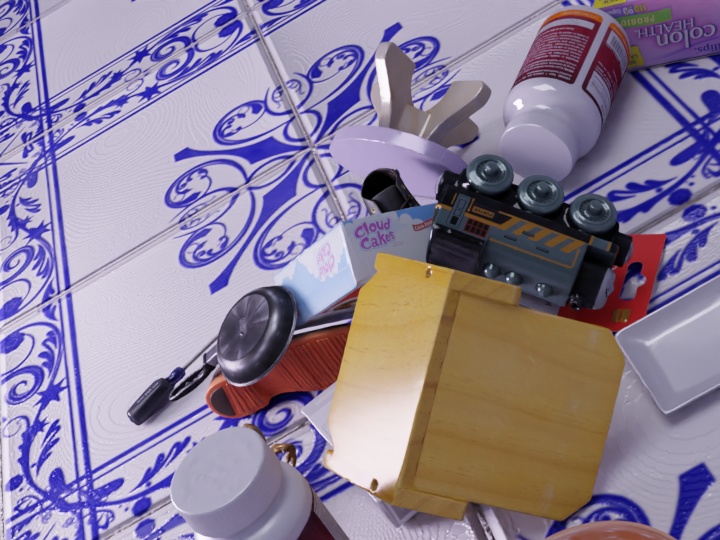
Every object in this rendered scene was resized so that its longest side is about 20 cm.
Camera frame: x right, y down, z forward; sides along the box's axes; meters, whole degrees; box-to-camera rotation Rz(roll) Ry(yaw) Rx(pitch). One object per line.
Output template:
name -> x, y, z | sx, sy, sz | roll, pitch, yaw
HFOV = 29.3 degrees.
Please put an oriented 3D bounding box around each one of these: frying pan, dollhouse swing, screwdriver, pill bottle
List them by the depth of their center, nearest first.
pill bottle -> -0.074, 0.233, 1.178 | 0.109, 0.201, 0.110 | -21, 36, 16
dollhouse swing -> 0.099, 0.107, 1.212 | 0.181, 0.175, 0.202 | 15, 92, 60
frying pan -> -0.138, 0.071, 1.457 | 0.189, 0.031, 0.116 | -13, 54, 42
pill bottle -> 0.227, -0.197, 1.547 | 0.112, 0.113, 0.201 | -3, 43, 35
screwdriver -> -0.193, 0.103, 1.587 | 0.200, 0.028, 0.029 | -45, 8, -21

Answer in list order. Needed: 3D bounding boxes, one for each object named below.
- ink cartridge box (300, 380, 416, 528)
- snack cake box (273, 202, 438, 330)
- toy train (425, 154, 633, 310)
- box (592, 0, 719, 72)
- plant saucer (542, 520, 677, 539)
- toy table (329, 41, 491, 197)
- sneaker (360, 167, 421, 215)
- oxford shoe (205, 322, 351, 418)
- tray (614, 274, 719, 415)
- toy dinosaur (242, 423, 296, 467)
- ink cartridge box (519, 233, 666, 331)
ink cartridge box -> 0.063, 0.130, 1.334 | 0.200, 0.045, 0.176 | -38, 35, -8
snack cake box -> 0.000, 0.000, 1.405 | 0.114, 0.068, 0.200 | -10, -11, -26
toy train -> 0.155, -0.030, 1.300 | 0.199, 0.085, 0.114 | 21, 56, 9
box -> 0.385, -0.345, 1.619 | 0.175, 0.097, 0.201 | -7, 42, 32
plant saucer -> 0.181, 0.285, 1.059 | 0.199, 0.038, 0.201 | -22, 35, 16
toy table -> 0.064, -0.167, 1.604 | 0.199, 0.184, 0.118 | 14, 72, 36
sneaker -> 0.056, -0.030, 1.481 | 0.075, 0.107, 0.200 | -35, 34, -4
oxford shoe -> -0.077, 0.090, 1.473 | 0.199, 0.072, 0.073 | -20, 32, 19
tray -> 0.337, 0.050, 1.229 | 0.199, 0.022, 0.108 | -30, 43, 4
toy dinosaur -> -0.104, 0.201, 1.366 | 0.105, 0.061, 0.201 | -17, 37, 24
ink cartridge box -> 0.189, -0.005, 1.356 | 0.198, 0.050, 0.161 | -3, 36, 25
